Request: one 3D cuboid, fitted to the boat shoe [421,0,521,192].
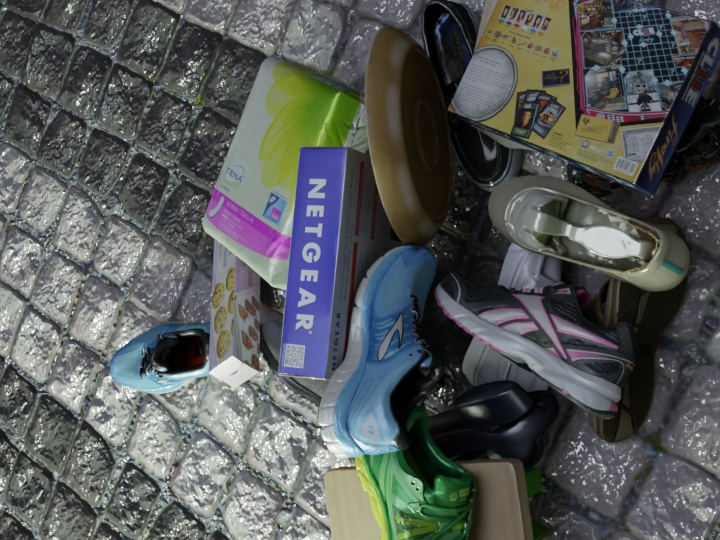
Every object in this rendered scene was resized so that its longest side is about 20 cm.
[{"bbox_3d":[0.100,-0.171,1.170,0.068,0.057,0.201,-24,71,31],"label":"boat shoe"}]

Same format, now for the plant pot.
[{"bbox_3d":[0.050,-0.121,1.082,0.027,0.200,0.201,-7,80,19],"label":"plant pot"}]

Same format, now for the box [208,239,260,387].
[{"bbox_3d":[-0.132,0.031,1.274,0.041,0.039,0.201,-33,40,28],"label":"box"}]

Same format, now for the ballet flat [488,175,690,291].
[{"bbox_3d":[0.177,-0.036,1.002,0.199,0.069,0.070,21,97,37],"label":"ballet flat"}]

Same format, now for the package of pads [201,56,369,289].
[{"bbox_3d":[-0.072,-0.099,1.191,0.154,0.068,0.201,35,106,49],"label":"package of pads"}]

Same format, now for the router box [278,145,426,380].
[{"bbox_3d":[0.000,0.000,1.093,0.049,0.179,0.201,3,85,28],"label":"router box"}]

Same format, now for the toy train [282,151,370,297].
[{"bbox_3d":[-0.017,-0.056,1.227,0.114,0.086,0.201,-1,82,43],"label":"toy train"}]

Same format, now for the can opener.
[{"bbox_3d":[0.099,0.142,1.101,0.200,0.063,0.079,-26,101,50],"label":"can opener"}]

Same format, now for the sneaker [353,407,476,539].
[{"bbox_3d":[0.060,0.208,1.005,0.083,0.074,0.201,-35,74,34],"label":"sneaker"}]

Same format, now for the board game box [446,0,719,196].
[{"bbox_3d":[0.177,-0.157,0.972,0.200,0.035,0.136,29,96,40],"label":"board game box"}]

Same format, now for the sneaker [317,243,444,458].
[{"bbox_3d":[0.038,0.070,1.021,0.090,0.078,0.201,2,61,29],"label":"sneaker"}]

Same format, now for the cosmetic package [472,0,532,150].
[{"bbox_3d":[0.162,-0.218,1.090,0.073,0.103,0.201,10,83,35],"label":"cosmetic package"}]

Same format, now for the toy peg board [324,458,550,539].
[{"bbox_3d":[0.086,0.269,1.094,0.198,0.098,0.201,-9,87,34],"label":"toy peg board"}]

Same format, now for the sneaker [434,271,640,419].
[{"bbox_3d":[0.157,0.045,1.028,0.200,0.080,0.087,33,89,34],"label":"sneaker"}]

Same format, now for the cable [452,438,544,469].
[{"bbox_3d":[0.086,0.201,1.159,0.200,0.050,0.097,-41,65,13],"label":"cable"}]

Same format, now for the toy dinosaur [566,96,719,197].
[{"bbox_3d":[0.268,-0.125,1.011,0.200,0.136,0.102,-39,61,-2],"label":"toy dinosaur"}]

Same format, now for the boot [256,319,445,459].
[{"bbox_3d":[-0.008,0.087,1.226,0.200,0.070,0.132,44,103,23],"label":"boot"}]

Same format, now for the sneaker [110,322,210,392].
[{"bbox_3d":[-0.210,0.089,1.335,0.199,0.090,0.079,-15,77,33],"label":"sneaker"}]

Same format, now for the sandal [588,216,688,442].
[{"bbox_3d":[0.230,0.049,1.052,0.054,0.080,0.201,23,103,57],"label":"sandal"}]

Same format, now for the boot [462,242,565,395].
[{"bbox_3d":[0.173,0.034,1.096,0.095,0.073,0.201,30,111,28],"label":"boot"}]
